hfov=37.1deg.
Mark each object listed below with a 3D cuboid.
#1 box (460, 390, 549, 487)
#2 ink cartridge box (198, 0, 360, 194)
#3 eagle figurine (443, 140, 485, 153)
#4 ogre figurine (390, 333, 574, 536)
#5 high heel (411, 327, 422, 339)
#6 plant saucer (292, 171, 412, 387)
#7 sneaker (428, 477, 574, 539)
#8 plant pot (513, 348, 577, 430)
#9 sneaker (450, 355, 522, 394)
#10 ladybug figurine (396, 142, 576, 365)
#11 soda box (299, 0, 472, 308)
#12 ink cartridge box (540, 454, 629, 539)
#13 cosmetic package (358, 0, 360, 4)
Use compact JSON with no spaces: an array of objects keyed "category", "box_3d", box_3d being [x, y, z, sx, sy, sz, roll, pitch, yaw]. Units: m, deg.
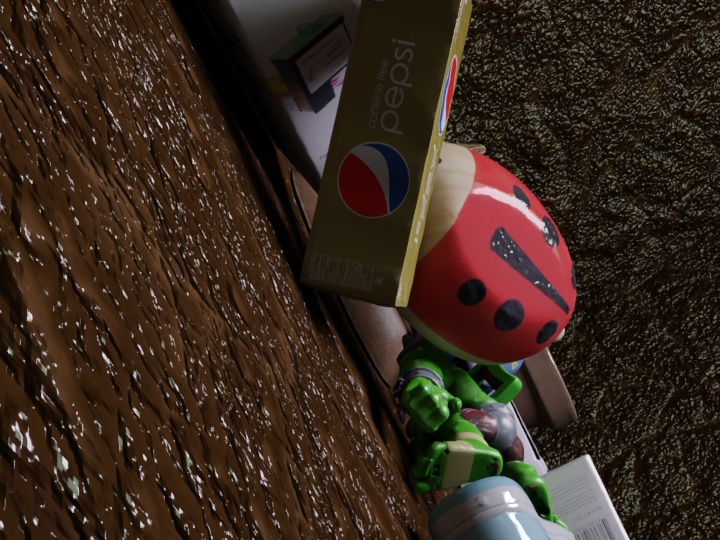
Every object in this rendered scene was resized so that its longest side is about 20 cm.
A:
[{"category":"box","box_3d":[0.165,0.235,1.223,0.176,0.095,0.203,-30,95,-85]},{"category":"ink cartridge box","box_3d":[-0.047,-0.161,0.767,0.145,0.083,0.202,50,-9,53]},{"category":"eagle figurine","box_3d":[0.082,-0.019,0.954,0.151,0.149,0.204,160,-77,-69]},{"category":"ogre figurine","box_3d":[0.085,0.124,0.789,0.198,0.099,0.120,26,22,-23]},{"category":"high heel","box_3d":[0.061,0.090,1.138,0.200,0.066,0.098,140,-43,-81]},{"category":"plant saucer","box_3d":[0.000,0.000,0.919,0.200,0.036,0.203,-90,154,-83]},{"category":"sneaker","box_3d":[0.113,0.223,0.673,0.200,0.079,0.132,45,17,-50]},{"category":"plant pot","box_3d":[0.213,0.174,1.642,0.203,0.172,0.200,64,5,-10]},{"category":"sneaker","box_3d":[0.107,0.109,1.173,0.074,0.082,0.200,46,-31,0]},{"category":"ladybug figurine","box_3d":[0.088,-0.010,0.758,0.199,0.137,0.071,36,-18,-28]},{"category":"soda box","box_3d":[0.018,-0.082,0.671,0.068,0.063,0.204,18,85,-81]},{"category":"ink cartridge box","box_3d":[0.174,0.274,0.889,0.125,0.127,0.203,49,17,-75]},{"category":"cosmetic package","box_3d":[-0.013,-0.237,1.134,0.051,0.149,0.204,1,72,-51]}]
